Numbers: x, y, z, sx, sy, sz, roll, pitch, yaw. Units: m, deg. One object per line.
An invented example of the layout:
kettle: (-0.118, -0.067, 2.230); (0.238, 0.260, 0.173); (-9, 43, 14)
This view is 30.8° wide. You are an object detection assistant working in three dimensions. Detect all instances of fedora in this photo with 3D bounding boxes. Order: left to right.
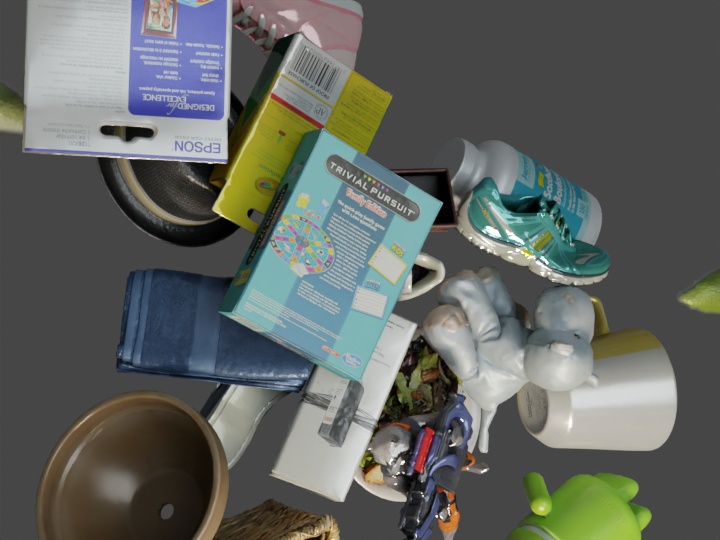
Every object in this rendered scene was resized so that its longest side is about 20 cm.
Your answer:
fedora: (-0.171, -0.122, 1.343); (0.200, 0.092, 0.201); (0, 89, -29)

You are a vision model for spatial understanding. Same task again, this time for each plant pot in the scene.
plant pot: (-0.210, 0.227, 1.289); (0.201, 0.200, 0.093); (-63, 149, -15)

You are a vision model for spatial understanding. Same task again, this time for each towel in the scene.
towel: (-0.145, 0.059, 1.337); (0.199, 0.049, 0.112); (6, 70, 1)

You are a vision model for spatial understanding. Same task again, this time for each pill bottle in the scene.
pill bottle: (0.177, -0.080, 1.527); (0.200, 0.111, 0.111); (26, 77, -27)

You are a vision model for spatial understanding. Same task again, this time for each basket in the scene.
basket: (-0.119, 0.339, 1.335); (0.200, 0.149, 0.143); (-20, 99, -29)

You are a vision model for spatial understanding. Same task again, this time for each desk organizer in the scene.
desk organizer: (0.002, -0.076, 1.412); (0.199, 0.077, 0.072); (-2, 90, -8)

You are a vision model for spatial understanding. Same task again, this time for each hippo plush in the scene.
hippo plush: (0.174, 0.079, 1.456); (0.159, 0.161, 0.200); (36, 58, -39)

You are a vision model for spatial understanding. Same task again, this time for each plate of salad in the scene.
plate of salad: (0.060, 0.165, 1.495); (0.200, 0.048, 0.201); (1, 89, -28)

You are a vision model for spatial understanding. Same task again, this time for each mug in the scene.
mug: (0.267, 0.139, 1.581); (0.153, 0.187, 0.150); (-4, 124, -20)

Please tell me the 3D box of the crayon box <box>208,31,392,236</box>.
crayon box: (-0.066, -0.120, 1.319); (0.127, 0.051, 0.200); (31, 77, -25)

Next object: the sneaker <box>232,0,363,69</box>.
sneaker: (-0.085, -0.252, 1.404); (0.200, 0.075, 0.105); (8, 80, -33)

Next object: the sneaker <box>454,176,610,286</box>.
sneaker: (0.200, -0.041, 1.448); (0.200, 0.078, 0.080); (21, 112, -23)

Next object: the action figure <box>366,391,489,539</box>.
action figure: (0.064, 0.239, 1.418); (0.194, 0.104, 0.200); (50, 55, -40)

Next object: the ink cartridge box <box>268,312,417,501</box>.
ink cartridge box: (-0.021, 0.139, 1.382); (0.084, 0.144, 0.200); (24, 80, 0)

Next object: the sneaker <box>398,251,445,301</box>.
sneaker: (0.000, 0.000, 1.435); (0.200, 0.100, 0.075); (-6, 94, -28)

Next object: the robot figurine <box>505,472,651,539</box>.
robot figurine: (0.252, 0.324, 1.560); (0.200, 0.116, 0.176); (-36, 111, -24)

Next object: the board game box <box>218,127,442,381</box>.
board game box: (-0.027, -0.014, 1.285); (0.151, 0.047, 0.200); (30, 77, -22)

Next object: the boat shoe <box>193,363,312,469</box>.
boat shoe: (-0.117, 0.128, 1.388); (0.075, 0.062, 0.200); (39, 74, -25)

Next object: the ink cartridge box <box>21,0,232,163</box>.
ink cartridge box: (-0.225, -0.205, 1.264); (0.197, 0.047, 0.201); (2, 88, -15)
